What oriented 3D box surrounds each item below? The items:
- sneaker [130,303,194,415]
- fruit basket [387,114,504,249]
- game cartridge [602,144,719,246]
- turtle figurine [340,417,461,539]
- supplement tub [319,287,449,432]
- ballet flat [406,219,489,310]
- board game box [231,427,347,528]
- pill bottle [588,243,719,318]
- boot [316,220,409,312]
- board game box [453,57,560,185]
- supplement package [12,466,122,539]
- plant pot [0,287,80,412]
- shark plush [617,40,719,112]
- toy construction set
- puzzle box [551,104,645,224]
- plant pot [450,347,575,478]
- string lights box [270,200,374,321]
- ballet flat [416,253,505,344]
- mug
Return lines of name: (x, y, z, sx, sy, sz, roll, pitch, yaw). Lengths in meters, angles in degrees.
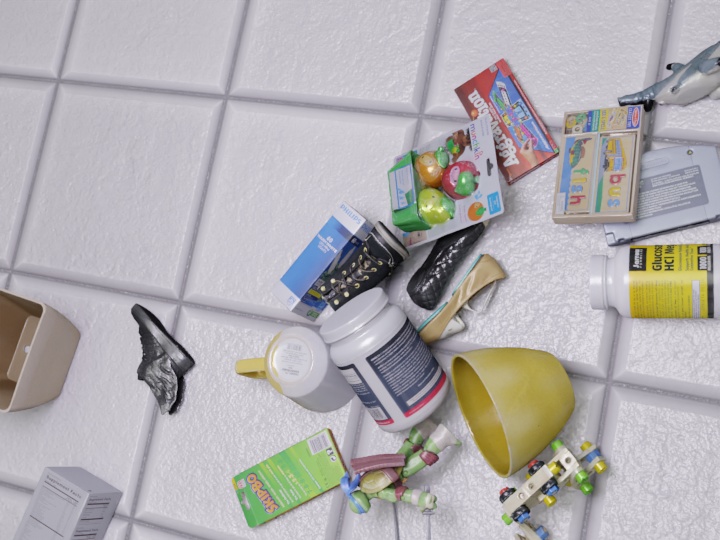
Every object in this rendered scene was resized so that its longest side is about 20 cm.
sneaker: (-0.380, 0.160, 1.801, 0.200, 0.060, 0.104, 44, 90, 18)
fruit basket: (0.138, -0.147, 1.640, 0.199, 0.093, 0.187, -23, 60, 37)
game cartridge: (0.479, -0.125, 1.572, 0.198, 0.042, 0.135, -14, 71, 16)
turtle figurine: (0.086, 0.343, 1.574, 0.200, 0.144, 0.194, 41, 78, 12)
supplement tub: (0.039, 0.144, 1.577, 0.140, 0.140, 0.201, -32, 102, 10)
ballet flat: (0.153, -0.024, 1.666, 0.201, 0.057, 0.066, -51, 26, 2)
board game box: (-0.121, 0.357, 1.689, 0.199, 0.030, 0.096, -28, 71, 9)
pill bottle: (0.455, 0.017, 1.509, 0.198, 0.112, 0.114, -1, 79, 19)
boot: (0.001, 0.001, 1.613, 0.153, 0.204, 0.074, -41, 83, -4)
board game box: (0.249, -0.256, 1.687, 0.102, 0.019, 0.201, -31, 71, 12)
supplement package: (-0.534, 0.467, 1.766, 0.113, 0.109, 0.202, 23, 88, 22)
plant pot: (-0.641, 0.145, 1.832, 0.198, 0.177, 0.202, 16, 84, 21)
shark plush: (0.521, -0.306, 1.599, 0.199, 0.090, 0.084, -29, 49, 33)
toy construction set: (0.285, 0.342, 1.503, 0.092, 0.131, 0.201, 35, 97, 35)
puzzle box: (0.384, -0.170, 1.586, 0.132, 0.025, 0.202, -1, 66, 27)
plant pot: (0.246, 0.199, 1.521, 0.141, 0.200, 0.202, -20, 71, -11)
string lights box: (-0.056, -0.014, 1.700, 0.059, 0.103, 0.200, 41, 94, 24)
ballet flat: (0.164, 0.063, 1.630, 0.063, 0.069, 0.200, 40, 95, 8)
mug: (-0.102, 0.169, 1.653, 0.186, 0.153, 0.150, -37, 70, 9)
